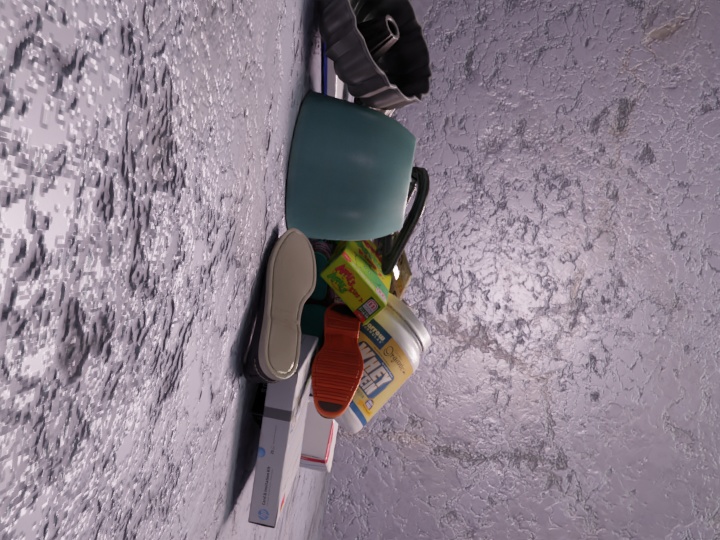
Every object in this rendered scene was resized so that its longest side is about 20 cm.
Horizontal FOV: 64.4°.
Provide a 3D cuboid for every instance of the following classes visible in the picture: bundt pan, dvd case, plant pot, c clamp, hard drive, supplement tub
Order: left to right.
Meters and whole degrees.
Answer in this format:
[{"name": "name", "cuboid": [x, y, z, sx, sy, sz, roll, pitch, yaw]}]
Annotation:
[{"name": "dvd case", "cuboid": [-0.119, 0.162, 0.845, 0.201, 0.024, 0.154, 91, 9, -63]}, {"name": "hard drive", "cuboid": [-0.035, -0.326, 0.903, 0.202, 0.025, 0.135, 95, 5, -54]}, {"name": "plant pot", "cuboid": [-0.006, -0.135, 0.811, 0.201, 0.156, 0.207, 10, 90, -87]}, {"name": "supplement tub", "cuboid": [0.008, 0.149, 0.951, 0.200, 0.144, 0.145, -43, 165, -15]}, {"name": "bundt pan", "cuboid": [0.014, -0.309, 0.767, 0.200, 0.074, 0.207, 26, 56, -46]}, {"name": "c clamp", "cuboid": [0.063, -0.086, 0.912, 0.173, 0.026, 0.202, -81, -166, -47]}]

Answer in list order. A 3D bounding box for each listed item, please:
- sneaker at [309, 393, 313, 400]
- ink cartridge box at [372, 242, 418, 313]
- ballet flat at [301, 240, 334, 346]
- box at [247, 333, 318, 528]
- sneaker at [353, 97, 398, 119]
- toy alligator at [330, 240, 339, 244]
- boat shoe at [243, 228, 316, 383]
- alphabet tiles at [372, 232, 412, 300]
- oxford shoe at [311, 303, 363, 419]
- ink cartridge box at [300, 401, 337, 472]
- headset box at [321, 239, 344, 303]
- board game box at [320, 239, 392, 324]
[{"name": "sneaker", "cuboid": [-0.062, 0.218, 1.094, 0.201, 0.126, 0.081, 94, 8, -59]}, {"name": "ink cartridge box", "cuboid": [0.038, 0.007, 1.276, 0.048, 0.200, 0.159, -54, -146, -13]}, {"name": "ballet flat", "cuboid": [-0.071, 0.046, 0.990, 0.071, 0.067, 0.206, -55, 152, -66]}, {"name": "box", "cuboid": [-0.100, 0.204, 0.767, 0.156, 0.040, 0.206, -62, 161, -79]}, {"name": "sneaker", "cuboid": [0.012, -0.244, 1.007, 0.200, 0.089, 0.078, -49, -135, 47]}, {"name": "toy alligator", "cuboid": [-0.051, -0.148, 0.970, 0.053, 0.058, 0.206, -1, 99, -43]}, {"name": "boat shoe", "cuboid": [-0.102, 0.039, 0.688, 0.062, 0.072, 0.204, -26, -135, 37]}, {"name": "alphabet tiles", "cuboid": [0.046, 0.003, 1.075, 0.202, 0.007, 0.170, 109, -28, -49]}, {"name": "oxford shoe", "cuboid": [-0.033, 0.138, 0.814, 0.202, 0.069, 0.074, -80, -177, -54]}, {"name": "ink cartridge box", "cuboid": [-0.096, 0.358, 1.280, 0.201, 0.083, 0.151, 96, 4, -63]}, {"name": "headset box", "cuboid": [-0.034, 0.026, 1.115, 0.149, 0.073, 0.205, -72, 151, -71]}, {"name": "board game box", "cuboid": [0.000, 0.000, 0.927, 0.047, 0.102, 0.200, -40, -171, 16]}]
